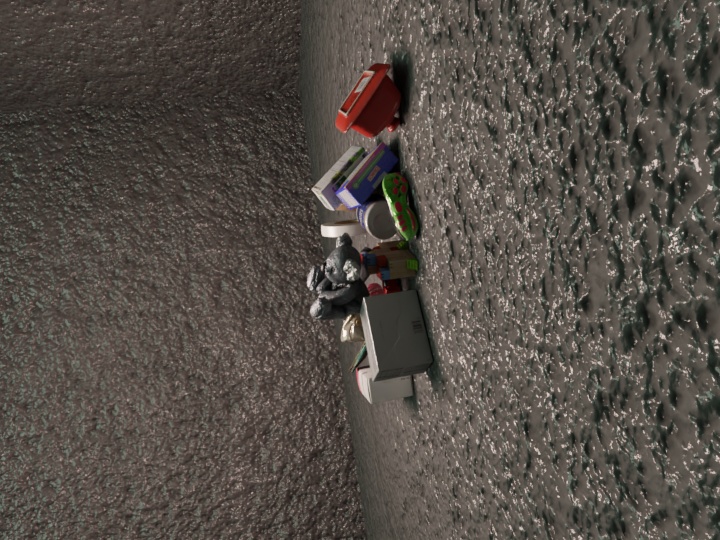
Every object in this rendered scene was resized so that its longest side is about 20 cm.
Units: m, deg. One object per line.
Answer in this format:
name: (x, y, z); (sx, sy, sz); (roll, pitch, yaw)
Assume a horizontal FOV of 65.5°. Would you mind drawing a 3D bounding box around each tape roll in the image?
tape roll: (-0.037, -0.148, 1.916); (0.203, 0.196, 0.038); (-137, 41, -75)

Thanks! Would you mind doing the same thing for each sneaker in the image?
sneaker: (0.097, -0.168, 1.483); (0.084, 0.074, 0.206); (112, 151, -62)
sneaker: (0.052, 0.147, 1.957); (0.075, 0.078, 0.207); (-176, 79, -82)
sneaker: (0.000, 0.000, 1.736); (0.115, 0.075, 0.200); (-52, 2, -34)

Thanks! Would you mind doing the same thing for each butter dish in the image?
butter dish: (0.041, -0.422, 1.470); (0.202, 0.146, 0.201); (-54, 20, 10)

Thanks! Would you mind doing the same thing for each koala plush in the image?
koala plush: (-0.048, 0.010, 1.567); (0.180, 0.178, 0.204); (-106, 22, -50)

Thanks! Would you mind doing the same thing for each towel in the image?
towel: (0.035, 0.233, 1.846); (0.204, 0.021, 0.146); (-63, -12, 22)

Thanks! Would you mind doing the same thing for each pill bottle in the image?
pill bottle: (0.047, -0.167, 1.670); (0.200, 0.107, 0.115); (-127, 31, -71)

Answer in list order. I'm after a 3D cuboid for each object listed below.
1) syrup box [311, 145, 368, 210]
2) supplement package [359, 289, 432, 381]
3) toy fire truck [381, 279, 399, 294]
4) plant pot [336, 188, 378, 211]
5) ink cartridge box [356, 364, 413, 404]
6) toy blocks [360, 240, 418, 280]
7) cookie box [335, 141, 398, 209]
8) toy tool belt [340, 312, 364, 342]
syrup box: (-0.053, -0.291, 1.755); (0.079, 0.201, 0.081); (48, 169, -30)
supplement package: (0.093, 0.177, 1.517); (0.112, 0.150, 0.206); (106, 155, -64)
toy fire truck: (0.087, 0.041, 1.766); (0.142, 0.047, 0.206); (105, 157, -69)
plant pot: (-0.006, -0.264, 1.847); (0.092, 0.200, 0.203); (41, -165, -32)
ink cartridge box: (0.074, 0.351, 1.779); (0.200, 0.142, 0.086); (180, 80, -81)
toy blocks: (0.070, -0.028, 1.563); (0.201, 0.132, 0.103); (-120, 25, -65)
cookie box: (0.015, -0.270, 1.627); (0.075, 0.172, 0.200); (41, 174, -10)
toy tool belt: (-0.013, 0.166, 1.874); (0.200, 0.120, 0.127); (-3, -89, -87)
